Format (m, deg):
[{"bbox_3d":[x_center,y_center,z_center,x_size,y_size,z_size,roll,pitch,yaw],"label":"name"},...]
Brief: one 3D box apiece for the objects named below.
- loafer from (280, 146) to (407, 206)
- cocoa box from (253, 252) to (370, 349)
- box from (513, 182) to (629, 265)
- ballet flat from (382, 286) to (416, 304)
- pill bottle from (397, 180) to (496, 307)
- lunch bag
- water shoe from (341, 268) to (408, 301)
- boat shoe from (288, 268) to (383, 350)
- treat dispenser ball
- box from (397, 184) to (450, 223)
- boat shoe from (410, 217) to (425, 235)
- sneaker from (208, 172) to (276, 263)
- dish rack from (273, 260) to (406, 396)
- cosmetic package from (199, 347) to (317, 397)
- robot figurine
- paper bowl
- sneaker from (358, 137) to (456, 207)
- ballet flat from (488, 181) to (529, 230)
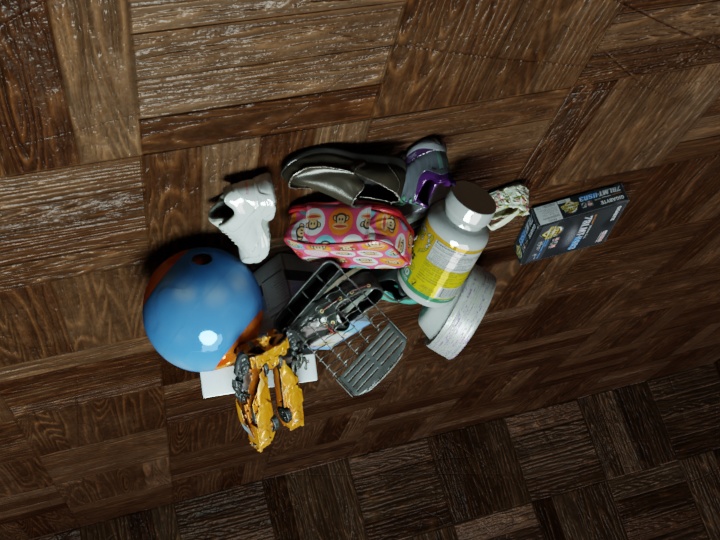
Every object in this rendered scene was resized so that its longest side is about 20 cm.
[{"bbox_3d":[-0.020,-0.135,1.391,0.196,0.073,0.073,-1,155,-14],"label":"loafer"},{"bbox_3d":[-0.103,0.063,1.744,0.198,0.133,0.133,7,148,-46],"label":"cocoa box"},{"bbox_3d":[0.424,-0.091,1.899,0.195,0.051,0.201,-14,159,-7],"label":"box"},{"bbox_3d":[0.064,0.038,1.911,0.070,0.069,0.198,-17,161,37],"label":"ballet flat"},{"bbox_3d":[0.147,-0.045,1.563,0.111,0.114,0.202,-2,136,-34],"label":"pill bottle"},{"bbox_3d":[-0.012,-0.049,1.536,0.196,0.084,0.176,2,163,20],"label":"lunch bag"},{"bbox_3d":[0.000,0.000,1.673,0.196,0.080,0.072,12,150,-6],"label":"water shoe"},{"bbox_3d":[-0.049,0.075,1.611,0.200,0.063,0.074,-38,142,0],"label":"boat shoe"},{"bbox_3d":[-0.257,0.064,1.532,0.197,0.204,0.202,-15,159,-6],"label":"treat dispenser ball"},{"bbox_3d":[0.066,-0.098,1.613,0.198,0.042,0.039,-26,156,18],"label":"box"},{"bbox_3d":[0.103,-0.070,1.663,0.072,0.074,0.199,10,145,-46],"label":"boat shoe"},{"bbox_3d":[-0.187,-0.079,1.438,0.097,0.079,0.201,-4,147,-14],"label":"sneaker"},{"bbox_3d":[-0.028,0.102,1.547,0.154,0.200,0.054,-47,170,11],"label":"dish rack"},{"bbox_3d":[-0.182,0.174,1.640,0.196,0.053,0.151,-8,-179,-9],"label":"cosmetic package"},{"bbox_3d":[-0.150,0.186,1.516,0.144,0.058,0.203,-27,124,-35],"label":"robot figurine"},{"bbox_3d":[0.193,0.075,1.959,0.103,0.203,0.201,28,148,-4],"label":"paper bowl"},{"bbox_3d":[0.061,-0.125,1.479,0.199,0.089,0.074,-34,153,35],"label":"sneaker"},{"bbox_3d":[0.217,-0.098,1.697,0.197,0.065,0.076,-23,159,14],"label":"ballet flat"}]
